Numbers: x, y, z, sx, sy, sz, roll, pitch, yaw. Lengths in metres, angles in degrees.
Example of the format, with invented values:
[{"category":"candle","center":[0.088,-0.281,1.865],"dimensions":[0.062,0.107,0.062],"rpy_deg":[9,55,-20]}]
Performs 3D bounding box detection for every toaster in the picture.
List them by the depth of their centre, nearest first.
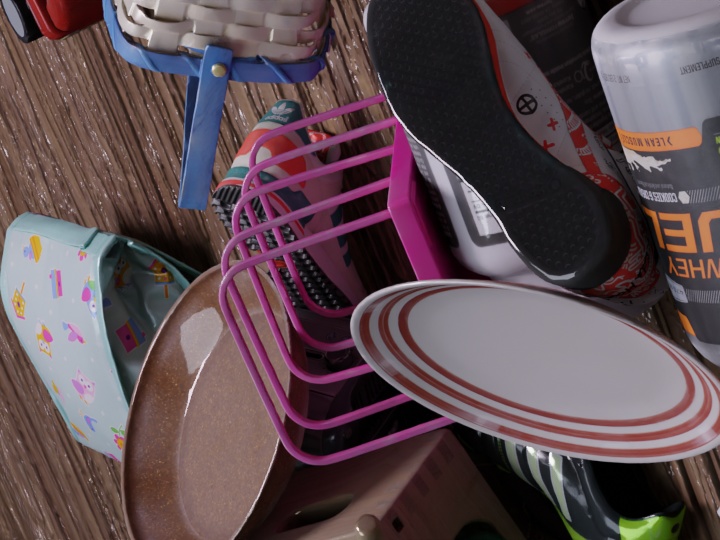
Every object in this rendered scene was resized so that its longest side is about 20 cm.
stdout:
[{"category":"toaster","center":[-0.024,0.112,1.666],"dimensions":[0.129,0.114,0.201],"rpy_deg":[18,144,31]}]

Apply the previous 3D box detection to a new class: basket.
[{"category":"basket","center":[-0.085,-0.160,1.483],"dimensions":[0.177,0.138,0.201],"rpy_deg":[-95,11,-55]}]

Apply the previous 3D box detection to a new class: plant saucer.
[{"category":"plant saucer","center":[-0.085,0.095,1.553],"dimensions":[0.200,0.036,0.202],"rpy_deg":[-31,52,48]}]

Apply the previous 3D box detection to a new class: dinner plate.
[{"category":"dinner plate","center":[0.093,0.046,1.252],"dimensions":[0.199,0.024,0.200],"rpy_deg":[14,157,6]}]

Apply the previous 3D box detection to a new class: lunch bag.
[{"category":"lunch bag","center":[-0.187,0.045,1.923],"dimensions":[0.170,0.122,0.201],"rpy_deg":[16,134,57]}]

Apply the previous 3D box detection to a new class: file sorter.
[{"category":"file sorter","center":[0.000,0.000,1.416],"dimensions":[0.200,0.125,0.140],"rpy_deg":[-82,-29,-65]}]

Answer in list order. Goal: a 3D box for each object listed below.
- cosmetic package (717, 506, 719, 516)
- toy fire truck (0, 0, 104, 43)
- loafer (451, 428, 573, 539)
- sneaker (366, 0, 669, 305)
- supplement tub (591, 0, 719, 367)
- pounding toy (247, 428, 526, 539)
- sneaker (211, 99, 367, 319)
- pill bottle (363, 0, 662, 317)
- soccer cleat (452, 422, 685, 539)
[{"category":"cosmetic package","center":[0.278,0.146,1.259],"dimensions":[0.200,0.052,0.151],"rpy_deg":[49,149,24]},{"category":"toy fire truck","center":[-0.191,-0.260,1.664],"dimensions":[0.177,0.128,0.200],"rpy_deg":[64,164,-5]},{"category":"loafer","center":[0.102,0.190,1.595],"dimensions":[0.200,0.071,0.073],"rpy_deg":[47,150,26]},{"category":"sneaker","center":[0.083,-0.064,1.233],"dimensions":[0.067,0.108,0.202],"rpy_deg":[-43,62,17]},{"category":"supplement tub","center":[0.192,-0.039,1.158],"dimensions":[0.122,0.122,0.201],"rpy_deg":[5,120,59]},{"category":"pounding toy","center":[0.017,0.197,1.502],"dimensions":[0.199,0.142,0.185],"rpy_deg":[-20,111,43]},{"category":"sneaker","center":[-0.029,-0.036,1.630],"dimensions":[0.070,0.094,0.200],"rpy_deg":[14,158,27]},{"category":"pill bottle","center":[0.087,-0.068,1.327],"dimensions":[0.116,0.116,0.201],"rpy_deg":[3,118,60]},{"category":"soccer cleat","center":[0.121,0.105,1.502],"dimensions":[0.200,0.067,0.081],"rpy_deg":[45,132,28]}]
